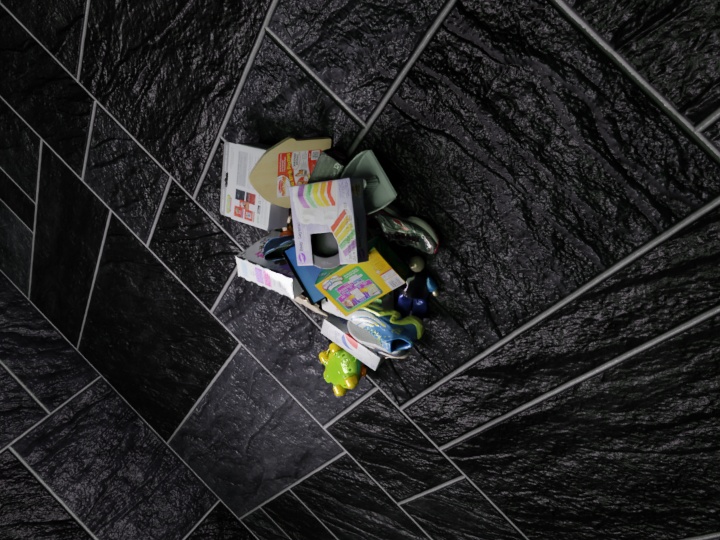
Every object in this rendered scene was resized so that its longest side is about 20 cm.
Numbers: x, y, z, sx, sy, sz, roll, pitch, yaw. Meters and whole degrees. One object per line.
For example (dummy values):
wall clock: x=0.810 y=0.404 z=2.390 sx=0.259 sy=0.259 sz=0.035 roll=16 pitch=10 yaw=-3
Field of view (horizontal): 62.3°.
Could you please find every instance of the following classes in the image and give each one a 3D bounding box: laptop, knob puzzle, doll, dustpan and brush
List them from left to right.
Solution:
knob puzzle: x=-0.175 y=-0.239 z=1.442 sx=0.030 sy=0.219 sz=0.220 roll=-120 pitch=29 yaw=-41
laptop: x=-0.063 y=-0.006 z=1.470 sx=0.200 sy=0.103 sz=0.178 roll=2 pitch=130 yaw=44
dustpan and brush: x=-0.022 y=-0.166 z=1.376 sx=0.200 sy=0.057 sz=0.140 roll=-41 pitch=71 yaw=40
doll: x=0.128 y=0.050 z=1.489 sx=0.136 sy=0.049 sz=0.201 roll=13 pitch=128 yaw=9

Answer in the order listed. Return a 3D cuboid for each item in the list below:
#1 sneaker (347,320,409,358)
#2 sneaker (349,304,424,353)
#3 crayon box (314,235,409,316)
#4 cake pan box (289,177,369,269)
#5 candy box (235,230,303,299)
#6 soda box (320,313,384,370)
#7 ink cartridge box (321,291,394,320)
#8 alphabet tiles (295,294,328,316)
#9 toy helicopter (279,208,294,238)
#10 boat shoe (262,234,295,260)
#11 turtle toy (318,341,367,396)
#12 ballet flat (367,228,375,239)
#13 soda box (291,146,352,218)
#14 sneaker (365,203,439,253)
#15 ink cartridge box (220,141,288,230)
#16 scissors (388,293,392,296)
sneaker: x=0.049 y=0.188 z=1.637 sx=0.200 sy=0.079 sz=0.079 roll=27 pitch=164 yaw=39
sneaker: x=0.056 y=0.147 z=1.494 sx=0.199 sy=0.105 sz=0.076 roll=6 pitch=128 yaw=20
crayon box: x=0.002 y=0.016 z=1.427 sx=0.200 sy=0.058 sz=0.119 roll=-31 pitch=113 yaw=30
cake pan box: x=-0.073 y=-0.105 z=1.368 sx=0.184 sy=0.052 sz=0.201 roll=0 pitch=98 yaw=37
candy box: x=-0.210 y=-0.021 z=1.627 sx=0.199 sy=0.168 sz=0.072 roll=19 pitch=130 yaw=27
soda box: x=-0.014 y=0.195 z=1.705 sx=0.200 sy=0.068 sz=0.064 roll=34 pitch=136 yaw=15
ink cartridge box: x=-0.010 y=0.077 z=1.613 sx=0.199 sy=0.067 sz=0.117 roll=19 pitch=132 yaw=27
alphabet tiles: x=-0.185 y=0.073 z=1.707 sx=0.195 sy=0.015 sz=0.200 roll=33 pitch=171 yaw=-19
toy helicopter: x=-0.120 y=-0.123 z=1.566 sx=0.199 sy=0.079 sz=0.133 roll=12 pitch=119 yaw=20
boat shoe: x=-0.157 y=-0.053 z=1.536 sx=0.199 sy=0.069 sz=0.084 roll=-16 pitch=122 yaw=22
turtle toy: x=-0.050 y=0.293 z=1.782 sx=0.200 sy=0.101 sz=0.146 roll=-45 pitch=65 yaw=51
ballet flat: x=0.014 y=-0.078 z=1.475 sx=0.071 sy=0.069 sz=0.201 roll=11 pitch=125 yaw=50
soda box: x=-0.092 y=-0.194 z=1.443 sx=0.071 sy=0.063 sz=0.200 roll=36 pitch=121 yaw=12
sneaker: x=0.092 y=-0.090 z=1.393 sx=0.200 sy=0.075 sz=0.081 roll=29 pitch=144 yaw=16
ink cartridge box: x=-0.270 y=-0.225 z=1.541 sx=0.175 sy=0.084 sz=0.201 roll=19 pitch=110 yaw=29
scissors: x=0.000 y=0.000 z=1.532 sx=0.200 sy=0.073 sz=0.014 roll=45 pitch=99 yaw=19
